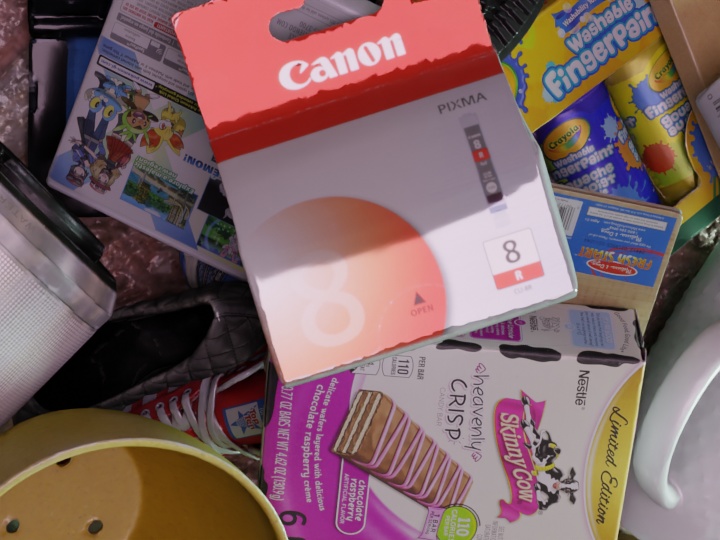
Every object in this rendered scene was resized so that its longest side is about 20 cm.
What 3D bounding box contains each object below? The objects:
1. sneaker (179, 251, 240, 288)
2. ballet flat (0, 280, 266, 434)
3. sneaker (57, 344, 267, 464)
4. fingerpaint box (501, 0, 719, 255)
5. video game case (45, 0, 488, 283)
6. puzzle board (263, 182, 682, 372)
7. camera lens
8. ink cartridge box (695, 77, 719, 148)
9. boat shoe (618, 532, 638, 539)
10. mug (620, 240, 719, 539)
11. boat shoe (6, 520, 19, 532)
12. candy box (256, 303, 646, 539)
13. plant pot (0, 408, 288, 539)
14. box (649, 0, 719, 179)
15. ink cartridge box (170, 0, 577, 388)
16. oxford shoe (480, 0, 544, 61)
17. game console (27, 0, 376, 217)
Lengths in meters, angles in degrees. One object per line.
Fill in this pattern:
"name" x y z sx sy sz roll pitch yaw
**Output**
"sneaker" 0.000 0.000 1.521 0.199 0.085 0.077 -11 120 -9
"ballet flat" -0.138 0.046 1.477 0.200 0.057 0.067 -23 66 27
"sneaker" -0.096 0.092 1.505 0.200 0.112 0.071 -32 110 -7
"fingerpaint box" 0.120 -0.074 1.512 0.200 0.073 0.167 -36 107 -31
"video game case" -0.053 -0.079 1.420 0.200 0.022 0.183 26 121 1
"puzzle board" 0.059 0.010 1.426 0.199 0.017 0.151 11 121 -7
"camera lens" -0.245 0.023 1.433 0.200 0.160 0.160 -46 107 -2
"ink cartridge box" 0.304 -0.063 1.522 0.200 0.057 0.163 -22 81 -34
"boat shoe" 0.211 0.224 1.626 0.200 0.071 0.069 24 106 -9
"mug" 0.218 0.089 1.546 0.176 0.148 0.200 -58 152 4
"boat shoe" -0.193 0.209 1.517 0.199 0.066 0.075 42 43 -8
"candy box" 0.046 0.085 1.424 0.199 0.061 0.137 4 119 -3
"plant pot" -0.151 0.154 1.420 0.199 0.142 0.201 -8 113 -18
"box" 0.245 -0.135 1.555 0.163 0.021 0.200 -34 107 -37
"ink cartridge box" 0.007 -0.059 1.339 0.162 0.050 0.201 -17 95 -1
"oxford shoe" 0.059 -0.167 1.470 0.073 0.200 0.084 30 134 -15
"game console" -0.082 -0.114 1.476 0.199 0.176 0.117 -2 72 -14
